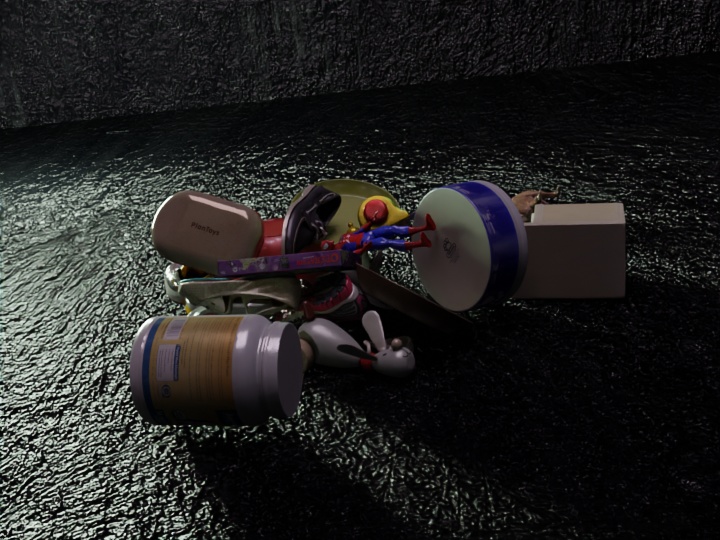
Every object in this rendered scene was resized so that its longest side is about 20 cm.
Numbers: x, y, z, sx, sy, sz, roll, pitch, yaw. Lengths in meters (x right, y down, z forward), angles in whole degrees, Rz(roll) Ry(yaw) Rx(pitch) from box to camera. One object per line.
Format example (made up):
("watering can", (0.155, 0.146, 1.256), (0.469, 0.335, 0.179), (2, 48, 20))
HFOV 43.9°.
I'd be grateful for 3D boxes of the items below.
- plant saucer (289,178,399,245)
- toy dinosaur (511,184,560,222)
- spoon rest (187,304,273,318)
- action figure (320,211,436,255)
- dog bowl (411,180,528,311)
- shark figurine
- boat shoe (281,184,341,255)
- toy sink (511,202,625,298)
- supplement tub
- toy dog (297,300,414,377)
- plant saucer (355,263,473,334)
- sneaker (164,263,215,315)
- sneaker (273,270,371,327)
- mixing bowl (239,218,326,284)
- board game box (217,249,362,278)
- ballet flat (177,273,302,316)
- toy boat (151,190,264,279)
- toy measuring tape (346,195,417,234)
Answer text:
("plant saucer", (-0.028, -0.096, 1.595), (0.198, 0.031, 0.201), (1, 40, -1))
("toy dinosaur", (0.317, -0.121, 1.765), (0.134, 0.087, 0.200), (0, 16, 33))
("spoon rest", (-0.211, 0.072, 1.441), (0.099, 0.061, 0.199), (1, 22, 45))
("action figure", (0.021, -0.052, 1.436), (0.198, 0.052, 0.066), (-11, 48, 31))
("dog bowl", (0.169, -0.039, 1.418), (0.078, 0.202, 0.199), (-11, 21, -33))
("shark figurine", (0.016, 0.002, 1.510), (0.127, 0.090, 0.214), (18, 11, 11))
("boat shoe", (-0.082, -0.082, 1.496), (0.062, 0.073, 0.201), (10, 35, 10))
("toy sink", (0.332, -0.034, 1.471), (0.198, 0.132, 0.112), (-2, 22, 14))
("supplement tub", (-0.187, 0.131, 1.178), (0.198, 0.146, 0.145), (-2, 22, 12))
("toy dog", (-0.020, 0.095, 1.290), (0.198, 0.097, 0.132), (-3, 22, 9))
("plant saucer", (0.074, 0.049, 1.352), (0.199, 0.037, 0.200), (28, 0, 0))
("sneaker", (-0.294, 0.017, 1.577), (0.077, 0.083, 0.200), (-17, 24, -27))
("sneaker", (-0.067, 0.062, 1.406), (0.199, 0.075, 0.081), (-11, 45, 52))
("mixing bowl", (-0.149, -0.028, 1.618), (0.198, 0.109, 0.200), (-5, 23, 2))
("board game box", (-0.107, -0.008, 1.387), (0.198, 0.033, 0.120), (-5, -8, 16))
("ballet flat", (-0.188, 0.042, 1.370), (0.198, 0.063, 0.067), (-4, -16, 7))
("toy boat", (-0.257, -0.054, 1.542), (0.198, 0.132, 0.131), (18, -15, 12))
("toy measuring tape", (0.063, -0.107, 1.507), (0.199, 0.074, 0.074), (-26, 23, 0))
